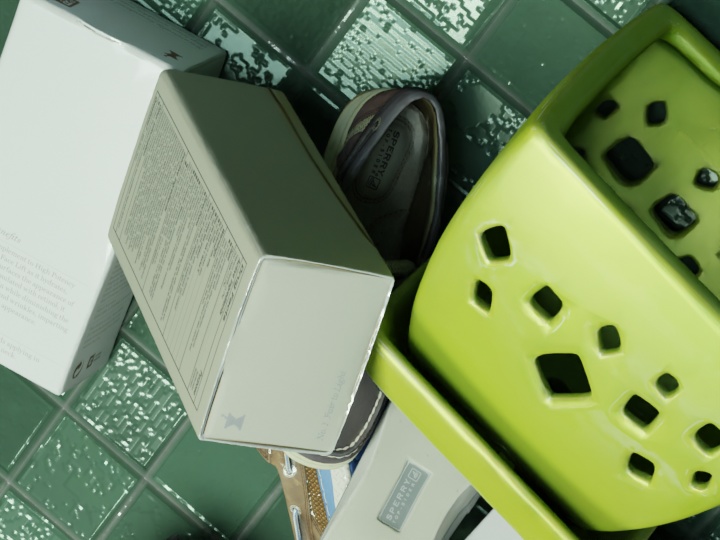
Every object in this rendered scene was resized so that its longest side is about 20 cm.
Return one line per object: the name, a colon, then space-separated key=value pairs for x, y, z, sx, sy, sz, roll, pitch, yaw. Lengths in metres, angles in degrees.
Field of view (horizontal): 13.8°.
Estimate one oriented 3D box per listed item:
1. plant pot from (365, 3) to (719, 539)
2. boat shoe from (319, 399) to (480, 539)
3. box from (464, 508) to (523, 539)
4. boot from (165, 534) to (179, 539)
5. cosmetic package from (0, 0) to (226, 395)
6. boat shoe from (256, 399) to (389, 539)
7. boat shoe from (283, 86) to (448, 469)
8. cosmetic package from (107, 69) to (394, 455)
plant pot: x=0.128 y=0.021 z=1.439 sx=0.200 sy=0.199 sz=0.182 roll=45 pitch=122 yaw=2
boat shoe: x=0.029 y=0.112 z=1.526 sx=0.072 sy=0.201 sz=0.069 roll=29 pitch=154 yaw=-3
box: x=0.084 y=0.218 z=1.508 sx=0.156 sy=0.041 sz=0.200 roll=43 pitch=86 yaw=8
boot: x=-0.109 y=0.249 z=1.633 sx=0.162 sy=0.073 sz=0.199 roll=-28 pitch=89 yaw=47
cosmetic package: x=-0.157 y=-0.046 z=1.588 sx=0.101 sy=0.074 sz=0.201 roll=28 pitch=112 yaw=10
boat shoe: x=-0.024 y=0.076 z=1.574 sx=0.072 sy=0.072 sz=0.201 roll=-5 pitch=95 yaw=37
boat shoe: x=0.000 y=0.000 z=1.499 sx=0.072 sy=0.065 sz=0.201 roll=18 pitch=79 yaw=-11
cosmetic package: x=-0.058 y=-0.007 z=1.456 sx=0.073 sy=0.200 sz=0.104 roll=9 pitch=117 yaw=-24
